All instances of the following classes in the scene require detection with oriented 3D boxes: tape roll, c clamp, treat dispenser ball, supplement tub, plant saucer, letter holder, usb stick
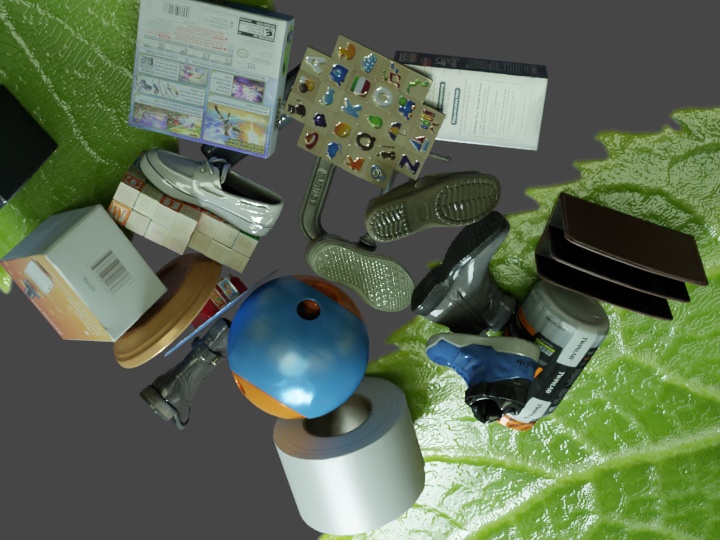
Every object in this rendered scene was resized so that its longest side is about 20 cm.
[{"bbox_3d":[-0.015,0.267,1.651,0.201,0.203,0.140,-12,116,12],"label":"tape roll"},{"bbox_3d":[0.007,-0.101,1.556,0.170,0.027,0.201,23,117,-6],"label":"c clamp"},{"bbox_3d":[-0.086,0.107,1.575,0.199,0.201,0.202,2,118,5],"label":"treat dispenser ball"},{"bbox_3d":[0.253,0.121,1.590,0.122,0.123,0.201,25,117,-7],"label":"supplement tub"},{"bbox_3d":[-0.275,0.047,1.563,0.200,0.201,0.037,-35,115,21],"label":"plant saucer"},{"bbox_3d":[0.346,-0.002,1.505,0.198,0.142,0.101,18,118,-4],"label":"letter holder"},{"bbox_3d":[-0.130,-0.205,1.513,0.199,0.033,0.056,-34,108,20],"label":"usb stick"}]

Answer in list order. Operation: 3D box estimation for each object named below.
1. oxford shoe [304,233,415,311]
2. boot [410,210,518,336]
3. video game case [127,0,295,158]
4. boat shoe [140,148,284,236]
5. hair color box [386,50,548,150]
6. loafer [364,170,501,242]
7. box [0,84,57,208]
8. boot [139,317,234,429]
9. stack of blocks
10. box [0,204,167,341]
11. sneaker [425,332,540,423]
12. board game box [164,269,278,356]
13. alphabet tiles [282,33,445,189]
[{"bbox_3d":[0.000,0.000,1.576,0.199,0.058,0.076,25,97,-37],"label":"oxford shoe"},{"bbox_3d":[0.175,0.015,1.584,0.131,0.070,0.200,30,122,-19],"label":"boot"},{"bbox_3d":[-0.196,-0.258,1.465,0.198,0.045,0.183,14,111,8],"label":"video game case"},{"bbox_3d":[-0.196,-0.118,1.512,0.199,0.072,0.066,30,126,-6],"label":"boat shoe"},{"bbox_3d":[0.137,-0.221,1.460,0.198,0.061,0.101,6,118,3],"label":"hair color box"},{"bbox_3d":[0.093,-0.097,1.514,0.198,0.068,0.077,-13,123,-16],"label":"loafer"},{"bbox_3d":[-0.539,-0.118,1.507,0.198,0.200,0.123,-36,108,22],"label":"box"},{"bbox_3d":[-0.234,0.147,1.668,0.069,0.200,0.174,43,83,8],"label":"boot"},{"bbox_3d":[-0.235,-0.075,1.545,0.199,0.115,0.059,27,117,-9],"label":"stack of blocks"},{"bbox_3d":[-0.385,0.007,1.552,0.199,0.106,0.153,-5,126,56],"label":"box"},{"bbox_3d":[0.154,0.149,1.544,0.076,0.112,0.199,27,162,-39],"label":"sneaker"},{"bbox_3d":[-0.205,0.044,1.589,0.199,0.158,0.039,-37,91,22],"label":"board game box"},{"bbox_3d":[0.003,-0.203,1.456,0.199,0.006,0.167,27,121,4],"label":"alphabet tiles"}]
